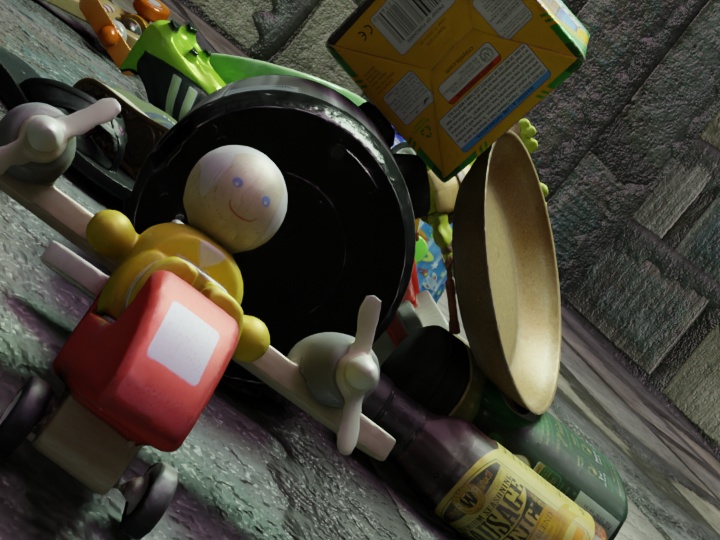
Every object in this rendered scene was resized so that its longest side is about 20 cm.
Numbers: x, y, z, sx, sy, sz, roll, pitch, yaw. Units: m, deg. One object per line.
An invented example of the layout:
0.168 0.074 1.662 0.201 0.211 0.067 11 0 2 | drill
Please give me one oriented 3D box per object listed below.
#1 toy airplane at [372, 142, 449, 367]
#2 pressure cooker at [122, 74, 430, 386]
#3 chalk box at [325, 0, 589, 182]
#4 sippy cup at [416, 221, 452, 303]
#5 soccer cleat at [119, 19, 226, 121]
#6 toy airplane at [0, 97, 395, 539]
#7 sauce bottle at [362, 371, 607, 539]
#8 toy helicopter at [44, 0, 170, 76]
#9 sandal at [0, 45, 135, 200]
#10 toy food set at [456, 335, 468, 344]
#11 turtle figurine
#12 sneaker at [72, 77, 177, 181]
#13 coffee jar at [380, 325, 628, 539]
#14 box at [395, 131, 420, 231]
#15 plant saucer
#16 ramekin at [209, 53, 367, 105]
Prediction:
0.000 0.000 0.954 0.199 0.138 0.203 -71 149 -72 | toy airplane
-0.051 -0.036 0.719 0.175 0.180 0.200 35 10 -11 | pressure cooker
0.078 -0.164 0.792 0.124 0.124 0.200 47 21 -3 | chalk box
0.066 -0.027 1.347 0.139 0.131 0.178 35 9 -32 | sippy cup
-0.135 -0.123 0.967 0.202 0.081 0.067 57 24 13 | soccer cleat
-0.082 0.006 0.495 0.199 0.142 0.199 44 10 29 | toy airplane
0.074 0.143 0.750 0.199 0.066 0.066 36 9 -10 | sauce bottle
-0.320 -0.301 1.341 0.198 0.079 0.133 24 24 -26 | toy helicopter
-0.223 -0.122 0.848 0.200 0.048 0.075 44 9 24 | sandal
0.116 0.106 1.118 0.143 0.061 0.200 38 9 -12 | toy food set
0.078 -0.058 0.893 0.159 0.064 0.203 -16 85 -37 | turtle figurine
-0.147 -0.081 0.898 0.200 0.068 0.090 41 12 24 | sneaker
0.099 0.131 0.834 0.199 0.086 0.105 39 16 -11 | coffee jar
0.023 -0.055 1.109 0.041 0.204 0.119 2 21 -16 | box
0.104 0.002 0.808 0.200 0.035 0.204 -7 90 -67 | plant saucer
-0.088 -0.128 1.079 0.196 0.100 0.200 15 -3 1 | ramekin
